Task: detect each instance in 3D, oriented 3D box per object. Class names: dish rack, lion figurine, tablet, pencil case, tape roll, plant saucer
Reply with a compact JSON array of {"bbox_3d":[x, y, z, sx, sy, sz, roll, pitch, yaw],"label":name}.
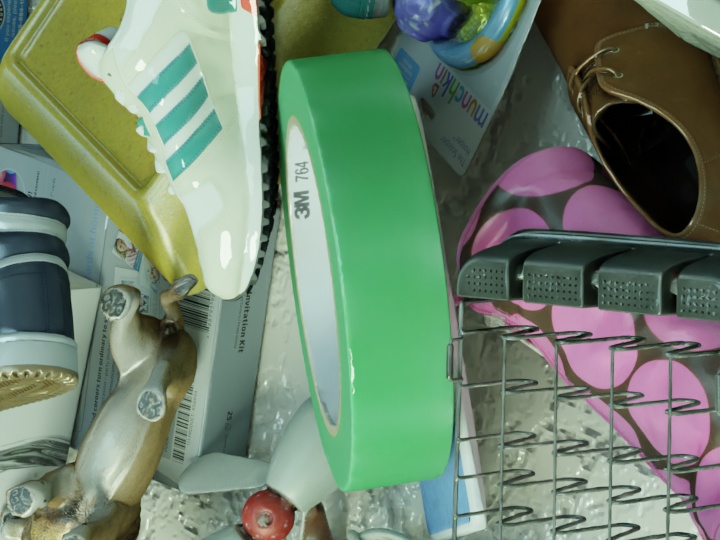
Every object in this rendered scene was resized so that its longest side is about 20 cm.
[{"bbox_3d":[0.103,0.087,0.970,0.153,0.054,0.202,6,96,39],"label":"dish rack"},{"bbox_3d":[-0.124,0.084,1.206,0.072,0.122,0.201,36,99,9],"label":"lion figurine"},{"bbox_3d":[0.031,0.027,1.115,0.130,0.014,0.201,129,132,-78],"label":"tablet"},{"bbox_3d":[0.129,0.040,1.030,0.094,0.091,0.200,-49,60,11],"label":"pencil case"},{"bbox_3d":[0.000,0.000,1.082,0.200,0.048,0.202,173,90,-82],"label":"tape roll"},{"bbox_3d":[-0.100,-0.123,1.223,0.200,0.048,0.200,44,103,35],"label":"plant saucer"}]

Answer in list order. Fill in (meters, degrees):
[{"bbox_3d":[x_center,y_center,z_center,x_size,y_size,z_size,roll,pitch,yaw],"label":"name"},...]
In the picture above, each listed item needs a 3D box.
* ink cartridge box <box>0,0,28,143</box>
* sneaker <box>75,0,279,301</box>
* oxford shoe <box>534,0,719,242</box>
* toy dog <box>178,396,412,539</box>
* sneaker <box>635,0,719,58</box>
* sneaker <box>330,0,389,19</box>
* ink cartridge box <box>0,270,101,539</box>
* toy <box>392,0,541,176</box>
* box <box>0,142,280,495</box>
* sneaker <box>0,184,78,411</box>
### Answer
[{"bbox_3d":[-0.292,-0.115,1.323,0.084,0.199,0.146,9,96,40],"label":"ink cartridge box"},{"bbox_3d":[-0.089,-0.085,1.133,0.093,0.070,0.201,0,106,3],"label":"sneaker"},{"bbox_3d":[0.121,-0.086,1.044,0.071,0.071,0.200,-55,48,29],"label":"oxford shoe"},{"bbox_3d":[-0.063,0.157,1.192,0.199,0.096,0.132,-30,80,0],"label":"toy dog"},{"bbox_3d":[0.139,-0.150,1.000,0.199,0.075,0.085,29,92,4],"label":"sneaker"},{"bbox_3d":[-0.036,-0.203,1.153,0.072,0.079,0.201,102,156,-57],"label":"sneaker"},{"bbox_3d":[-0.236,0.082,1.299,0.146,0.086,0.201,23,104,38],"label":"ink cartridge box"},{"bbox_3d":[0.052,-0.161,1.099,0.201,0.047,0.115,-64,28,18],"label":"toy"},{"bbox_3d":[-0.137,0.023,1.293,0.199,0.041,0.157,15,100,39],"label":"box"},{"bbox_3d":[-0.213,0.018,1.183,0.199,0.070,0.109,-14,73,42],"label":"sneaker"}]
